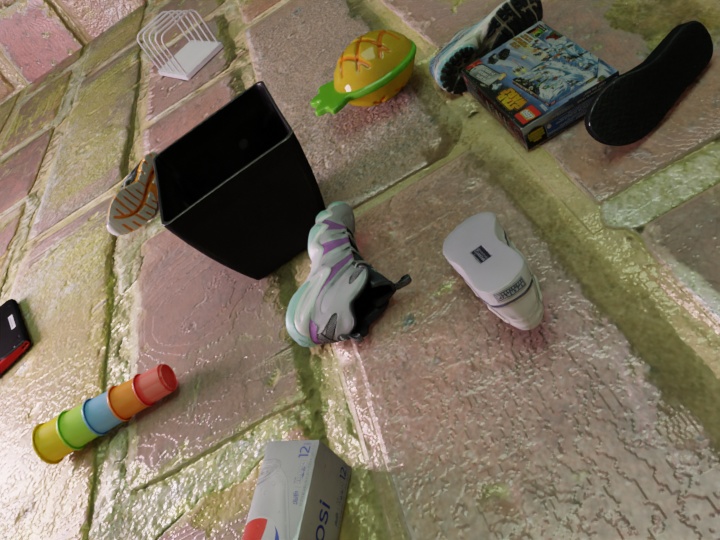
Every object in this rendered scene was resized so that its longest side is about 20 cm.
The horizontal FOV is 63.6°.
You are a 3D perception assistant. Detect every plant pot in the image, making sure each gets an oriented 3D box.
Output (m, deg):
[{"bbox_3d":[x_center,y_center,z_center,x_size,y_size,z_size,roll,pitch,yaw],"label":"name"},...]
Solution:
[{"bbox_3d":[-0.155,-0.110,0.828,0.199,0.178,0.200,-33,41,2],"label":"plant pot"}]

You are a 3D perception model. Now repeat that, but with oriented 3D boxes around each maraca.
[{"bbox_3d":[0.004,-0.323,0.965,0.198,0.107,0.138,-32,34,6],"label":"maraca"}]

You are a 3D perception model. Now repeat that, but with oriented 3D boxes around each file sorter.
[{"bbox_3d":[-0.496,-0.619,1.572,0.139,0.125,0.199,-48,42,-14],"label":"file sorter"}]

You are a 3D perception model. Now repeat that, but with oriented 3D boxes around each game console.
[{"bbox_3d":[-0.702,0.154,1.086,0.177,0.031,0.199,-43,42,-14],"label":"game console"}]

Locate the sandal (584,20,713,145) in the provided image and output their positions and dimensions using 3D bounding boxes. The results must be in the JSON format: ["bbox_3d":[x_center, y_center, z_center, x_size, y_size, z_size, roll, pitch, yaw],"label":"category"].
[{"bbox_3d":[0.330,-0.210,0.676,0.200,0.076,0.048,-39,15,-13],"label":"sandal"}]

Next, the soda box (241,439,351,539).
[{"bbox_3d":[-0.066,0.258,0.513,0.063,0.068,0.202,-10,48,27],"label":"soda box"}]

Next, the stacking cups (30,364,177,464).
[{"bbox_3d":[-0.340,0.184,0.776,0.198,0.061,0.061,-32,41,6],"label":"stacking cups"}]

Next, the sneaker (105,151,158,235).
[{"bbox_3d":[-0.445,-0.144,1.149,0.077,0.078,0.202,-20,39,37],"label":"sneaker"}]

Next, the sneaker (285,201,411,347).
[{"bbox_3d":[0.000,0.000,0.704,0.138,0.078,0.203,-4,60,30],"label":"sneaker"}]

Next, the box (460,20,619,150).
[{"bbox_3d":[0.238,-0.258,0.794,0.136,0.040,0.201,-29,42,7],"label":"box"}]

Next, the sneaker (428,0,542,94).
[{"bbox_3d":[0.187,-0.363,0.899,0.199,0.078,0.087,-35,37,2],"label":"sneaker"}]

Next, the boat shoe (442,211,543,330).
[{"bbox_3d":[0.141,-0.003,0.609,0.072,0.066,0.200,-36,20,6],"label":"boat shoe"}]
